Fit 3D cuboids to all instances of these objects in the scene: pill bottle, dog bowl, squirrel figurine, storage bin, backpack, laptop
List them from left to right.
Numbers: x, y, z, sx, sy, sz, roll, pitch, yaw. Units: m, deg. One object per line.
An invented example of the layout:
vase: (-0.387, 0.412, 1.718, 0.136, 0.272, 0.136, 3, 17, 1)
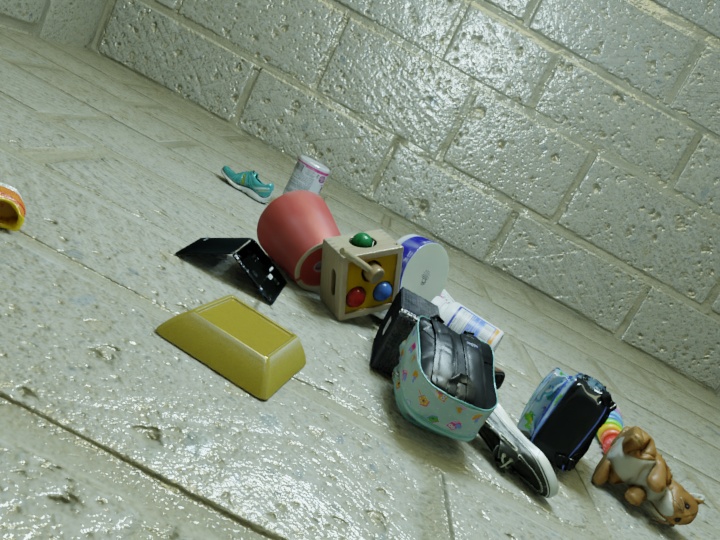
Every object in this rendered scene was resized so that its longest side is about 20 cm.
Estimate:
laptop: (-0.267, -0.003, 1.290, 0.201, 0.103, 0.177, 53, 11, -9)
pill bottle: (-0.193, -0.272, 2.033, 0.112, 0.202, 0.113, 26, 13, -7)
storage bin: (0.093, 0.131, 1.248, 0.093, 0.136, 0.200, 28, 13, -1)
dog bowl: (0.145, 0.011, 1.613, 0.078, 0.203, 0.199, 23, 6, 43)
backpack: (0.145, 0.198, 1.055, 0.174, 0.154, 0.201, 27, 22, -11)
pill bottle: (0.261, 0.154, 1.572, 0.199, 0.113, 0.112, 33, 14, 19)
backpack: (0.421, 0.290, 1.239, 0.146, 0.184, 0.199, 35, 10, 26)
squirrel figurine: (0.595, 0.418, 1.231, 0.186, 0.142, 0.199, 40, 18, 18)

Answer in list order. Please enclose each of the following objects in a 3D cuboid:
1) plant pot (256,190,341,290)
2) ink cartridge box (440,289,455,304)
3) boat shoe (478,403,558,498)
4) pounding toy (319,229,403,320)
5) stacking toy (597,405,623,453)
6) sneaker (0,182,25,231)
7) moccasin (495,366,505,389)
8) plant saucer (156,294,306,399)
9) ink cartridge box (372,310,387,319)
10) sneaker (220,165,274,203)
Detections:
plant pot: (-0.128, -0.061, 1.445, 0.199, 0.201, 0.178, 16, 27, -43)
ink cartridge box: (0.286, 0.140, 1.728, 0.201, 0.044, 0.173, 52, 22, 22)
boat shoe: (0.262, 0.321, 1.069, 0.063, 0.071, 0.200, -18, 46, -26)
pounding toy: (0.000, 0.000, 1.336, 0.182, 0.203, 0.142, -11, 32, -28)
stacking toy: (0.610, 0.398, 1.485, 0.085, 0.086, 0.200, 30, 20, 7)
sneaker: (-0.592, -0.111, 0.883, 0.198, 0.073, 0.077, 12, 30, -43)
moccasin: (0.251, 0.224, 1.376, 0.200, 0.075, 0.077, 11, 12, -45)
plant saucer: (-0.188, 0.104, 0.961, 0.198, 0.049, 0.200, 31, 14, 7)
ink cartridge box: (0.087, 0.116, 1.544, 0.159, 0.051, 0.200, 26, -5, -11)
sneaker: (-0.377, -0.303, 2.037, 0.198, 0.080, 0.077, 30, 13, 7)
